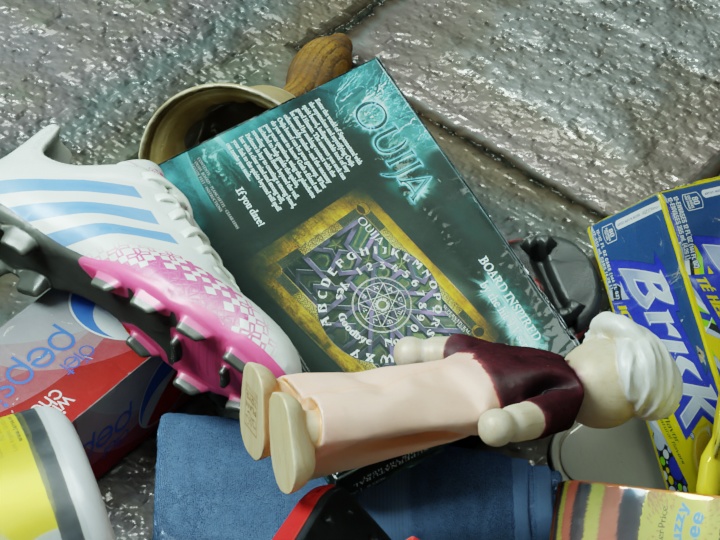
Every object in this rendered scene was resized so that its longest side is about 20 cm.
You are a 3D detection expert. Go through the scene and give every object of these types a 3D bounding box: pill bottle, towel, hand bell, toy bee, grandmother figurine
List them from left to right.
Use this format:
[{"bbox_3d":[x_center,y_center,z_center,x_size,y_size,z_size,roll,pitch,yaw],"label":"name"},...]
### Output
[{"bbox_3d":[-0.204,0.137,1.129,0.200,0.112,0.112,-18,48,-12],"label":"pill bottle"},{"bbox_3d":[-0.041,-0.090,1.479,0.104,0.104,0.200,19,29,7],"label":"hand bell"},{"bbox_3d":[-0.002,0.127,1.257,0.200,0.049,0.112,9,42,-6],"label":"towel"},{"bbox_3d":[0.049,0.056,1.189,0.200,0.061,0.121,-6,29,-20],"label":"grandmother figurine"},{"bbox_3d":[0.168,0.110,1.164,0.200,0.109,0.131,-16,72,18],"label":"toy bee"}]

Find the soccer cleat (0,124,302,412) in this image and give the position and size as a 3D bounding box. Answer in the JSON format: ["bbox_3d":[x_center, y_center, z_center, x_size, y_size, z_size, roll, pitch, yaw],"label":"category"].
[{"bbox_3d":[-0.097,-0.009,1.260,0.200,0.070,0.086,29,61,22],"label":"soccer cleat"}]

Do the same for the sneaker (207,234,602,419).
[{"bbox_3d":[0.025,0.048,1.335,0.200,0.098,0.071,-17,60,-3],"label":"sneaker"}]

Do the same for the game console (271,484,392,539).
[{"bbox_3d":[0.012,0.209,1.112,0.200,0.031,0.177,49,38,-11],"label":"game console"}]

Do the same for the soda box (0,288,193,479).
[{"bbox_3d":[-0.139,0.056,1.287,0.070,0.063,0.200,30,44,20],"label":"soda box"}]

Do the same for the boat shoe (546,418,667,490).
[{"bbox_3d":[0.181,0.088,1.355,0.200,0.057,0.067,-9,81,-19],"label":"boat shoe"}]

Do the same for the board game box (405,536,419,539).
[{"bbox_3d":[0.055,0.229,1.082,0.151,0.046,0.200,31,44,-30],"label":"board game box"}]

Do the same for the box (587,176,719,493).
[{"bbox_3d":[0.179,0.059,1.289,0.064,0.070,0.200,-13,83,-30],"label":"box"}]

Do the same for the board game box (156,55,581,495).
[{"bbox_3d":[0.000,0.000,1.291,0.135,0.028,0.200,-27,60,-11],"label":"board game box"}]
